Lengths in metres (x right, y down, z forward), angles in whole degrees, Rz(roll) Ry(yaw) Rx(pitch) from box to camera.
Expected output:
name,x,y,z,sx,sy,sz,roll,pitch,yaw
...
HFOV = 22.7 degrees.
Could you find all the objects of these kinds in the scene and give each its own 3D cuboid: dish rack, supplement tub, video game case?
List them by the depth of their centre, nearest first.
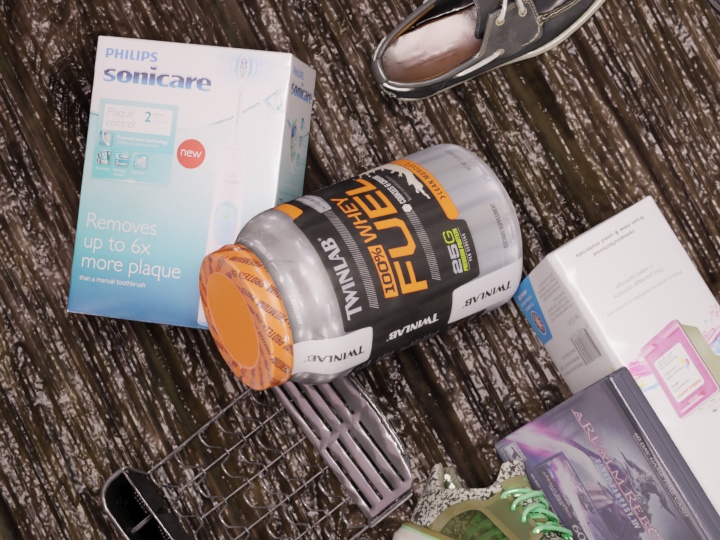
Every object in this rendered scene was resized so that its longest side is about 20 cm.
name,x,y,z,sx,sy,sz,roll,pitch,yaw
video game case,0.165,0.151,1.182,0.019,0.200,0.143,-28,83,-23
supplement tub,0.000,0.000,1.204,0.199,0.123,0.123,-23,83,-26
dish rack,-0.068,0.158,1.290,0.200,0.055,0.154,-39,83,8

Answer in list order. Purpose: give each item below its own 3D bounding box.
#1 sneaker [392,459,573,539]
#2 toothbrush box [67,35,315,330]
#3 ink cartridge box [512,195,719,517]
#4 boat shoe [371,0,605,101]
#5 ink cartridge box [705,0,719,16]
name,x,y,z,sx,sy,sz,roll,pitch,yaw
sneaker,0.104,0.173,1.218,0.199,0.077,0.089,6,78,40
toothbrush box,-0.119,-0.060,1.290,0.146,0.085,0.201,8,89,11
ink cartridge box,0.196,0.069,1.189,0.084,0.145,0.201,-29,83,-10
boat shoe,0.098,-0.182,1.260,0.199,0.068,0.072,-29,82,8
ink cartridge box,0.303,-0.218,1.210,0.145,0.084,0.200,-42,83,7
